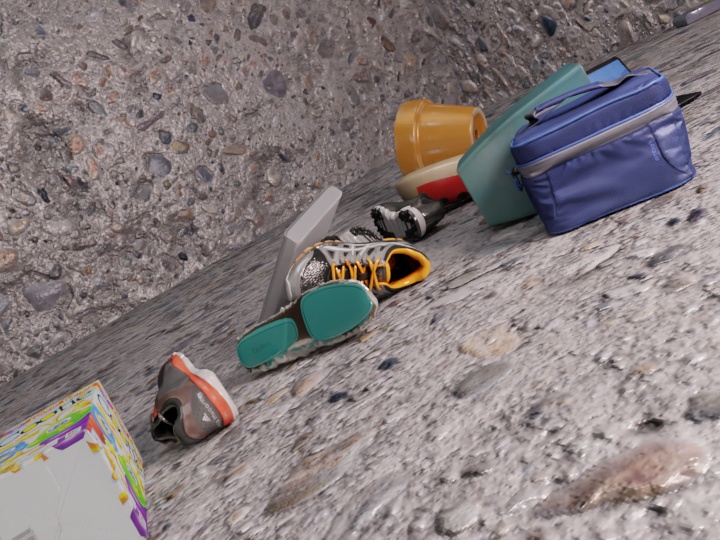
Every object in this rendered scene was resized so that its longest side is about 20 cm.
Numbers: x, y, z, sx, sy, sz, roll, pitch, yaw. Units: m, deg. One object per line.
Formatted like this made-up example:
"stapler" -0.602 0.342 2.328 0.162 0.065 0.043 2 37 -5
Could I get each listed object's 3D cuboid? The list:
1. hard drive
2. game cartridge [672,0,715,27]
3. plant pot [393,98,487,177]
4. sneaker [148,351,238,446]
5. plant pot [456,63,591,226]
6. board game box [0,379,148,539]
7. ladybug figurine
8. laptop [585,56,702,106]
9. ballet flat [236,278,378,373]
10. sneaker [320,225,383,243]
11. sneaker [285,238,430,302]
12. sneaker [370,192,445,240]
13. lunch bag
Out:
"hard drive" -0.089 -0.008 0.942 0.132 0.026 0.202 -54 -8 -47
"game cartridge" 1.150 -0.869 2.214 0.196 0.041 0.134 -26 15 8
"plant pot" 0.202 -0.313 1.599 0.179 0.205 0.200 -2 22 30
"sneaker" -0.206 0.147 0.741 0.082 0.078 0.199 -39 14 -26
"plant pot" 0.235 -0.160 0.911 0.198 0.143 0.142 -32 9 18
"board game box" -0.261 0.186 0.601 0.102 0.107 0.199 -29 12 -16
"ladybug figurine" 0.162 -0.159 1.206 0.196 0.074 0.135 -17 0 18
"laptop" 0.427 -0.292 1.131 0.174 0.105 0.200 -28 11 -3
"ballet flat" -0.060 0.063 0.796 0.196 0.073 0.072 -23 11 21
"sneaker" -0.021 -0.009 0.976 0.091 0.066 0.199 -54 -15 22
"sneaker" 0.000 0.000 0.837 0.196 0.080 0.077 -16 16 -26
"sneaker" 0.086 -0.095 1.171 0.089 0.068 0.199 -27 14 -18
"lunch bag" 0.261 -0.142 0.765 0.196 0.135 0.136 -22 11 20
